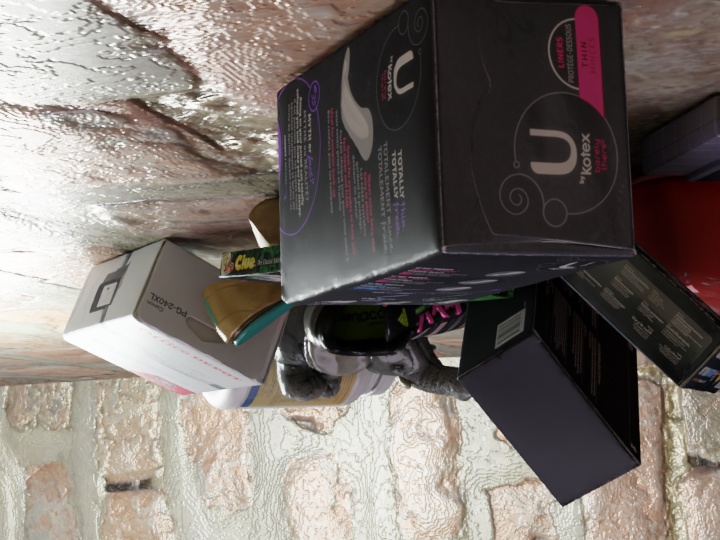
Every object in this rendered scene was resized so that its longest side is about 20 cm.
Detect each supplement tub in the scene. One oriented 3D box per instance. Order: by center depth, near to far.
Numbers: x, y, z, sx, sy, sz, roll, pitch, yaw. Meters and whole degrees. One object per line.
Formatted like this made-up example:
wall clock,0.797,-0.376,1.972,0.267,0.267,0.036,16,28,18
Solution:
supplement tub,-0.069,0.076,1.676,0.198,0.147,0.144,1,172,-28

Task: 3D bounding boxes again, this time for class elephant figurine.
elephant figurine,0.007,0.057,1.514,0.154,0.143,0.199,8,169,-42

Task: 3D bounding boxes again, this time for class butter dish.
butter dish,0.252,-0.001,1.171,0.198,0.150,0.199,1,173,-28

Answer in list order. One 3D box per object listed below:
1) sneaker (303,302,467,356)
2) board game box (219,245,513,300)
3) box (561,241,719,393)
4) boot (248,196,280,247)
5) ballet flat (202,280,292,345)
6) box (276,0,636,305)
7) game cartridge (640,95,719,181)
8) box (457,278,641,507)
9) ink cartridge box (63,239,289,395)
sneaker,0.044,0.033,1.364,0.198,0.075,0.087,-15,-170,4
board game box,0.006,0.004,1.151,0.198,0.024,0.104,7,171,-33
box,0.166,-0.002,1.024,0.046,0.200,0.159,-49,161,9
boot,0.009,-0.037,1.136,0.198,0.067,0.175,-2,168,21
ballet flat,-0.063,0.003,1.413,0.199,0.063,0.069,-27,161,-45
box,0.040,-0.052,0.772,0.105,0.124,0.200,1,173,-23
game cartridge,0.295,-0.084,0.998,0.198,0.039,0.130,-1,169,-11
box,0.151,0.064,1.216,0.079,0.141,0.201,-35,-162,24
ink cartridge box,-0.178,0.050,1.480,0.144,0.084,0.199,29,159,-23
